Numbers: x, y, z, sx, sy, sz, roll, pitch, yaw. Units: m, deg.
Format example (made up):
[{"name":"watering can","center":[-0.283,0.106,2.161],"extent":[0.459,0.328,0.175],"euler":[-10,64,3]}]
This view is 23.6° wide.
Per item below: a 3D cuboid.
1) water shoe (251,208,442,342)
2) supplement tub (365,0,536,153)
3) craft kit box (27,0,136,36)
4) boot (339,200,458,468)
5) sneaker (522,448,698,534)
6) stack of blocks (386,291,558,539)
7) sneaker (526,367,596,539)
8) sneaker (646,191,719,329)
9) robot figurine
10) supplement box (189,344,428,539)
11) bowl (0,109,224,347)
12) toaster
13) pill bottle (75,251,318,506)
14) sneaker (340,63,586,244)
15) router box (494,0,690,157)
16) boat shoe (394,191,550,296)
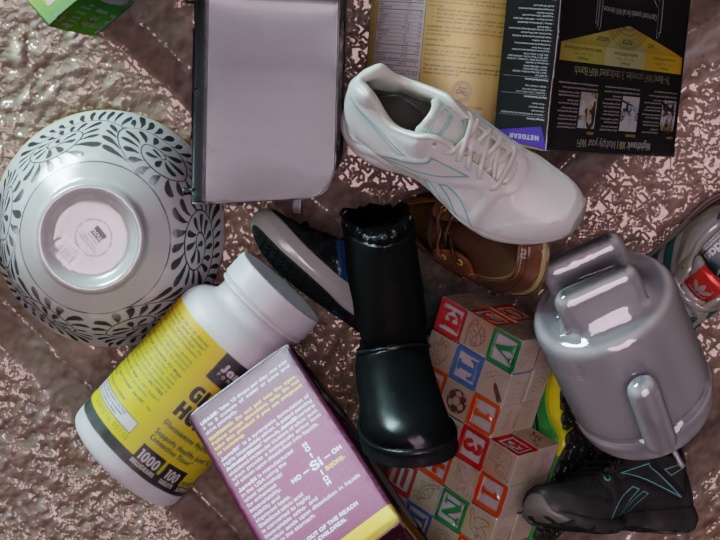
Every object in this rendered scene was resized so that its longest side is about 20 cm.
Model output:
[{"name":"water shoe","center":[0.000,0.000,1.432],"extent":[0.200,0.071,0.079],"euler":[38,75,-8]},{"name":"supplement tub","center":[0.077,-0.183,1.363],"extent":[0.144,0.145,0.201],"euler":[5,96,1]},{"name":"craft kit box","center":[-0.161,-0.261,1.334],"extent":[0.197,0.200,0.049],"euler":[-42,94,4]},{"name":"boot","center":[0.026,0.042,1.302],"extent":[0.073,0.198,0.164],"euler":[-6,107,-5]},{"name":"sneaker","center":[0.201,0.175,1.401],"extent":[0.075,0.199,0.080],"euler":[0,85,44]},{"name":"stack of blocks","center":[0.097,0.132,1.393],"extent":[0.115,0.058,0.201],"euler":[29,111,35]},{"name":"sneaker","center":[0.149,0.139,1.442],"extent":[0.085,0.078,0.201],"euler":[14,106,36]},{"name":"sneaker","center":[0.258,0.016,1.406],"extent":[0.070,0.093,0.200],"euler":[43,95,-3]},{"name":"robot figurine","center":[0.205,0.066,1.326],"extent":[0.112,0.170,0.201],"euler":[-22,125,9]},{"name":"supplement box","center":[-0.029,0.179,1.328],"extent":[0.103,0.131,0.200],"euler":[-36,50,0]},{"name":"bowl","center":[-0.215,-0.031,1.412],"extent":[0.199,0.094,0.202],"euler":[0,95,1]},{"name":"toaster","center":[-0.072,-0.150,1.354],"extent":[0.118,0.181,0.201],"euler":[2,97,0]},{"name":"pill bottle","center":[-0.131,0.086,1.412],"extent":[0.112,0.112,0.200],"euler":[42,95,-3]},{"name":"sneaker","center":[0.072,-0.083,1.248],"extent":[0.199,0.080,0.071],"euler":[27,72,9]},{"name":"router box","center":[0.185,-0.171,1.343],"extent":[0.052,0.199,0.158],"euler":[10,97,38]},{"name":"boat shoe","center":[0.084,-0.024,1.349],"extent":[0.067,0.200,0.073],"euler":[3,100,-22]}]
